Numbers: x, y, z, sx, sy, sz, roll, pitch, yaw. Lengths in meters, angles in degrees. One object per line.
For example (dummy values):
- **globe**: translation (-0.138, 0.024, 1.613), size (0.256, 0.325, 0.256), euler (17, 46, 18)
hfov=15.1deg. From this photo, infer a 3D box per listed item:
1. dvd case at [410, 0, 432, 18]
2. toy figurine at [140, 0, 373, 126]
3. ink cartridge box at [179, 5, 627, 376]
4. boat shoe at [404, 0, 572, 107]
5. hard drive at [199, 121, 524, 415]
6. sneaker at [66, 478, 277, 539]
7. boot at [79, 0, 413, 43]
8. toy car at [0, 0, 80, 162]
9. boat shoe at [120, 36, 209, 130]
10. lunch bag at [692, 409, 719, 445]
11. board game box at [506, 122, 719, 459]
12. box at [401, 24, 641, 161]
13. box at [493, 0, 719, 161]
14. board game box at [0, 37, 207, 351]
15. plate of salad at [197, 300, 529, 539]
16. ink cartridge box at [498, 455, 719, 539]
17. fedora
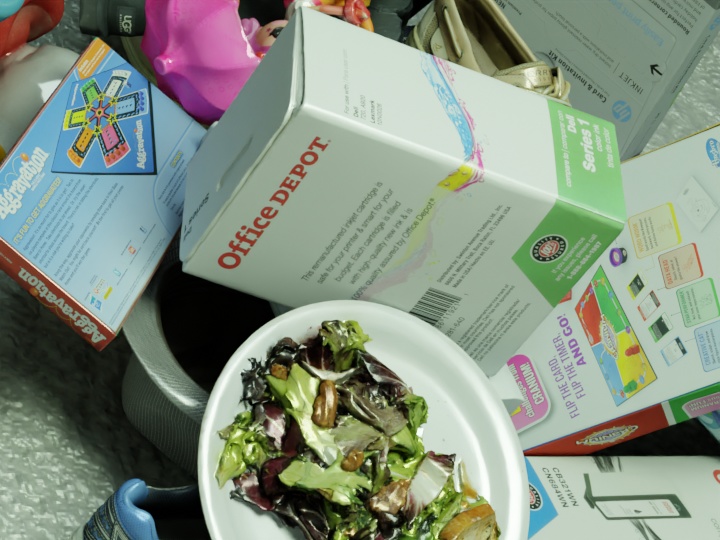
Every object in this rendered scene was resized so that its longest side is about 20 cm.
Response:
- **dvd case**: translation (-0.023, -0.209, 1.820), size (0.142, 0.200, 0.018), euler (30, 76, -10)
- **toy figurine**: translation (-0.051, -0.163, 1.622), size (0.200, 0.150, 0.184), euler (26, 63, -15)
- **ink cartridge box**: translation (0.021, -0.040, 1.476), size (0.200, 0.145, 0.084), euler (19, 44, -21)
- **boat shoe**: translation (0.095, -0.100, 1.693), size (0.071, 0.065, 0.200), euler (-11, 53, -39)
- **hard drive**: translation (0.000, 0.000, 1.556), size (0.132, 0.026, 0.200), euler (-1, 54, -37)
- **sneaker**: translation (-0.055, 0.153, 1.457), size (0.200, 0.085, 0.077), euler (8, 42, -27)
- **boot**: translation (-0.062, -0.188, 1.741), size (0.199, 0.066, 0.165), euler (10, 46, 6)
- **toy car**: translation (-0.214, -0.101, 1.618), size (0.200, 0.184, 0.177), euler (59, 38, -8)
- **boat shoe**: translation (-0.094, -0.130, 1.775), size (0.072, 0.065, 0.200), euler (-5, 49, -37)
- **lunch bag**: translation (0.227, 0.061, 1.666), size (0.200, 0.082, 0.161), euler (43, -1, -38)
- **board game box**: translation (0.145, 0.020, 1.570), size (0.040, 0.200, 0.153), euler (33, 41, -58)
- **box**: translation (0.088, -0.062, 1.783), size (0.148, 0.104, 0.200), euler (-10, 52, -39)
- **box**: translation (0.158, -0.189, 1.721), size (0.156, 0.200, 0.041), euler (43, 39, 17)
- **board game box**: translation (-0.145, -0.046, 1.506), size (0.103, 0.019, 0.200), euler (42, 34, -10)
- **plate of salad**: translation (0.009, 0.110, 1.434), size (0.200, 0.048, 0.201), euler (9, 71, -26)
- **ink cartridge box**: translation (0.149, 0.183, 1.556), size (0.200, 0.084, 0.146), euler (1, 45, -32)
- **fedora**: translation (-0.064, 0.065, 1.548), size (0.200, 0.090, 0.177), euler (13, 41, -24)
